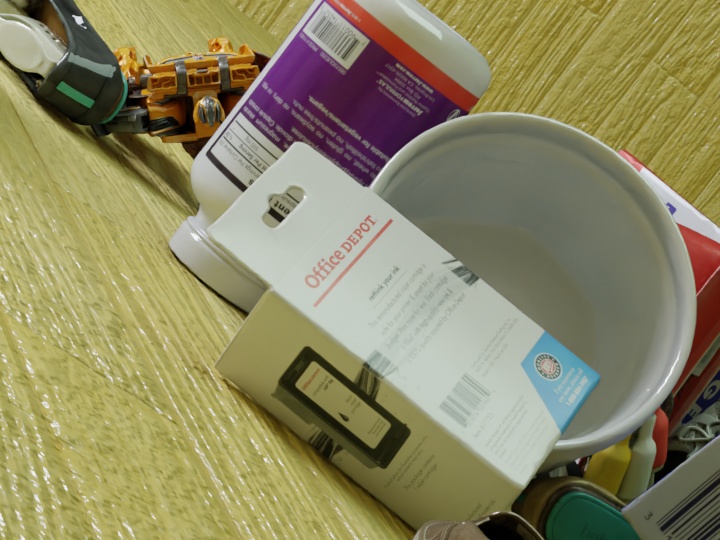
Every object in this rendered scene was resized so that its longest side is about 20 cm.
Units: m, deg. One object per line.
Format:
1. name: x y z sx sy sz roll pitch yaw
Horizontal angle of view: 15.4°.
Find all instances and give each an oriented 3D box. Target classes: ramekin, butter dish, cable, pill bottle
1. ramekin: 0.078 0.024 1.487 0.200 0.200 0.105 38 -27 3
2. butter dish: 0.167 0.033 1.787 0.148 0.200 0.200 37 -3 14
3. cable: 0.178 0.065 1.612 0.050 0.201 0.097 35 42 25
4. pill bottle: -0.022 -0.072 1.550 0.112 0.200 0.112 37 7 -5

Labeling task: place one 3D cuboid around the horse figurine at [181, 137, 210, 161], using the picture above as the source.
1. horse figurine: -0.017 -0.085 1.885 0.133 0.199 0.050 57 31 -29

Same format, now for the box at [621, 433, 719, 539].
1. box: 0.265 0.173 1.437 0.184 0.105 0.200 56 20 20

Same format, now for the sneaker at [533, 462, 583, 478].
1. sneaker: 0.098 0.088 1.611 0.074 0.089 0.200 40 5 35

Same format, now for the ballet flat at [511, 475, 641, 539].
1. ballet flat: 0.168 0.173 1.512 0.200 0.069 0.063 37 -9 -20

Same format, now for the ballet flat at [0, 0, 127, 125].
1. ballet flat: -0.218 -0.165 1.737 0.068 0.068 0.200 20 17 -43

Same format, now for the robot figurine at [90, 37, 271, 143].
1. robot figurine: -0.115 -0.121 1.783 0.144 0.059 0.200 -7 9 -10

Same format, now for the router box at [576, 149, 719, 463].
1. router box: 0.193 0.041 1.938 0.179 0.200 0.049 42 2 35

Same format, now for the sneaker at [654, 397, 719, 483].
1. sneaker: 0.244 0.121 1.744 0.075 0.200 0.082 53 21 21

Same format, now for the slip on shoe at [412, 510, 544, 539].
1. slip on shoe: 0.059 0.136 1.171 0.076 0.061 0.200 38 7 3

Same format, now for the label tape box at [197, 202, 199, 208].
1. label tape box: 0.000 0.000 1.777 0.200 0.063 0.144 40 6 13

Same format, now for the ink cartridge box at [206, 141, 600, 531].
1. ink cartridge box: 0.009 0.038 1.345 0.200 0.068 0.116 39 38 3
